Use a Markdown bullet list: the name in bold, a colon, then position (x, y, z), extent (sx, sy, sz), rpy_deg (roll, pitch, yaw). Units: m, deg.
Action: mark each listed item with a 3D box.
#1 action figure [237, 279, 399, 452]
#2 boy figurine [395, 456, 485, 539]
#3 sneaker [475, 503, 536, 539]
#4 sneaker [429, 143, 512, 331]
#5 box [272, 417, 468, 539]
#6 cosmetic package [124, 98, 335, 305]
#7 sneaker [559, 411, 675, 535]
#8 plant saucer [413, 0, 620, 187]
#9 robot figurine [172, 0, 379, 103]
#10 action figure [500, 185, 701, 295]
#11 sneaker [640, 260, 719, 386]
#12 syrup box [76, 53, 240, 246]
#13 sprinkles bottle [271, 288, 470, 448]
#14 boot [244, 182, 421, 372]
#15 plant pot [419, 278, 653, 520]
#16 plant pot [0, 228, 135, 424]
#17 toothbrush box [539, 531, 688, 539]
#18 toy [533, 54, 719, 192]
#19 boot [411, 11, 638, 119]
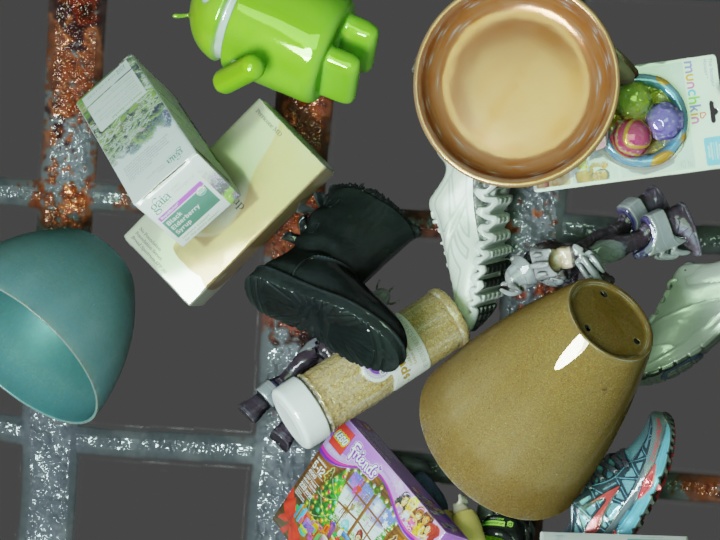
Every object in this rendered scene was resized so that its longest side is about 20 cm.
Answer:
- **action figure**: position (-0.035, 0.086, 1.671), extent (0.130, 0.069, 0.200), rpy_deg (42, 80, 11)
- **boy figurine**: position (0.072, 0.282, 1.608), extent (0.124, 0.064, 0.200), rpy_deg (-47, 44, 19)
- **sneaker**: position (0.148, 0.240, 1.642), extent (0.070, 0.083, 0.201), rpy_deg (5, 90, 6)
- **sneaker**: position (0.109, -0.040, 1.659), extent (0.081, 0.075, 0.202), rpy_deg (6, 92, 25)
- **box**: position (0.005, 0.253, 1.612), extent (0.137, 0.039, 0.200), rpy_deg (-56, 43, 10)
- **cosmetic package**: position (-0.133, -0.068, 1.677), extent (0.105, 0.071, 0.200), rpy_deg (44, 94, 5)
- **sneaker**: position (0.243, 0.222, 1.635), extent (0.095, 0.079, 0.201), rpy_deg (28, 93, 7)
- **plant saucer**: position (0.151, -0.180, 1.589), extent (0.198, 0.037, 0.202), rpy_deg (0, 89, 9)
- **robot figurine**: position (-0.083, -0.243, 1.649), extent (0.199, 0.116, 0.176), rpy_deg (25, 66, 7)
- **action figure**: position (0.226, -0.016, 1.603), extent (0.199, 0.130, 0.070), rpy_deg (-21, 104, -13)
- **sneaker**: position (0.327, 0.045, 1.639), extent (0.199, 0.075, 0.087), rpy_deg (-35, 75, -2)
- **syrup box**: position (-0.202, -0.121, 1.625), extent (0.079, 0.081, 0.200), rpy_deg (-41, 45, 5)
- **sprinkles bottle**: position (0.011, 0.095, 1.611), extent (0.199, 0.068, 0.068), rpy_deg (-32, 87, -16)
- **boot**: position (0.001, 0.001, 1.610), extent (0.197, 0.074, 0.162), rpy_deg (24, 51, 29)
- **plant pot**: position (0.183, 0.103, 1.545), extent (0.186, 0.186, 0.200), rpy_deg (41, 131, 4)
- **plant pot**: position (-0.305, 0.036, 1.653), extent (0.200, 0.200, 0.135), rpy_deg (35, 58, 5)
- **toothbrush box**: position (0.243, 0.358, 1.592), extent (0.145, 0.085, 0.201), rpy_deg (0, 119, 6)
- **toy**: position (0.266, -0.149, 1.646), extent (0.198, 0.047, 0.116), rpy_deg (-7, 89, 7)
- **boot**: position (0.156, -0.200, 1.637), extent (0.200, 0.070, 0.146), rpy_deg (38, 82, 23)
